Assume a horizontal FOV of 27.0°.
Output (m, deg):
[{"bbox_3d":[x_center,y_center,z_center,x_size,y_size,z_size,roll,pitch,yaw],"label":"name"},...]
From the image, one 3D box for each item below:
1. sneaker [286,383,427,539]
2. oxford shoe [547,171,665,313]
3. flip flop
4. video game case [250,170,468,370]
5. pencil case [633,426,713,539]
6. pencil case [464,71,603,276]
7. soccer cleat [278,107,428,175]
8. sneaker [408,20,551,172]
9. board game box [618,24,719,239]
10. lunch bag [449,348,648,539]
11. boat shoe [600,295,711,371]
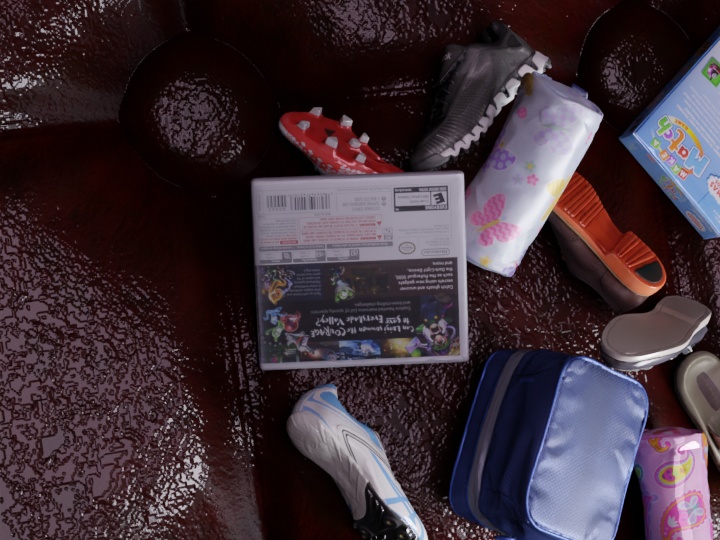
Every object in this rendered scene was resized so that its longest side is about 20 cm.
[{"bbox_3d":[0.007,0.193,1.433,0.200,0.072,0.072,54,49,-16],"label":"sneaker"},{"bbox_3d":[0.218,-0.038,1.538,0.200,0.073,0.071,49,44,9],"label":"oxford shoe"},{"bbox_3d":[0.410,0.170,1.602,0.081,0.058,0.200,-38,100,-21],"label":"flip flop"},{"bbox_3d":[0.000,0.000,1.415,0.200,0.023,0.182,-2,98,-1],"label":"video game case"},{"bbox_3d":[0.325,0.262,1.548,0.087,0.087,0.200,-5,88,-22],"label":"pencil case"},{"bbox_3d":[0.155,-0.094,1.469,0.091,0.083,0.200,31,104,15],"label":"pencil case"},{"bbox_3d":[0.001,-0.083,1.455,0.200,0.085,0.069,30,33,-1],"label":"soccer cleat"},{"bbox_3d":[0.101,-0.178,1.506,0.091,0.066,0.200,48,67,-9],"label":"sneaker"},{"bbox_3d":[0.394,-0.157,1.636,0.151,0.037,0.200,48,70,-12],"label":"board game box"},{"bbox_3d":[0.176,0.181,1.469,0.136,0.132,0.200,28,74,-33],"label":"lunch bag"},{"bbox_3d":[0.298,0.079,1.523,0.200,0.073,0.063,-20,130,-54],"label":"boat shoe"}]
